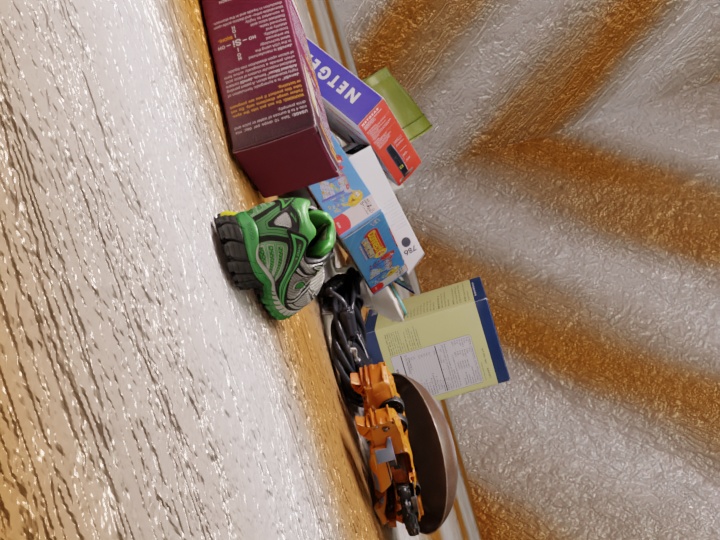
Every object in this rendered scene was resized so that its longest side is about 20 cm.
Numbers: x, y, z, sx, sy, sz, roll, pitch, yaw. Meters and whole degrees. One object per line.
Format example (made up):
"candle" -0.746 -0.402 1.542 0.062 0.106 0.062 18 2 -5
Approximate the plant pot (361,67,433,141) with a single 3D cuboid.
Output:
"plant pot" 0.055 -0.407 2.671 0.194 0.199 0.200 61 8 -9

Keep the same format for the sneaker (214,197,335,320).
"sneaker" -0.055 -0.009 0.883 0.200 0.084 0.079 50 24 -78

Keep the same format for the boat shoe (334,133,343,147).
"boat shoe" -0.039 -0.155 1.494 0.202 0.064 0.075 -119 -169 -74

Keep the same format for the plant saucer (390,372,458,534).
"plant saucer" 0.072 0.225 1.300 0.200 0.032 0.203 169 -90 -68

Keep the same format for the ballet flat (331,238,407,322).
"ballet flat" 0.000 0.000 1.418 0.070 0.069 0.201 65 -1 -56

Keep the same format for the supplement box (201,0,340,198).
"supplement box" -0.090 -0.190 1.029 0.110 0.085 0.202 61 14 -67

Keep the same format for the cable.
"cable" -0.005 0.081 1.296 0.200 0.050 0.165 -57 131 -83

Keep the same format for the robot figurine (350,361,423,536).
"robot figurine" 0.033 0.213 1.210 0.146 0.057 0.202 -98 177 -54

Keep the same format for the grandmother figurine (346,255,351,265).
"grandmother figurine" 0.006 -0.059 1.545 0.121 0.060 0.201 43 -25 30

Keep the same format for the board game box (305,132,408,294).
"board game box" -0.029 -0.093 1.234 0.201 0.056 0.196 58 -1 21

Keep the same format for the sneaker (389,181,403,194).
"sneaker" 0.072 -0.252 2.971 0.089 0.075 0.200 61 1 -5

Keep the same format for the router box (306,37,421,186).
"router box" -0.023 -0.219 1.384 0.200 0.049 0.180 42 -3 27

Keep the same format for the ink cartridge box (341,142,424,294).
"ink cartridge box" 0.030 -0.070 1.368 0.202 0.039 0.099 64 -10 -16

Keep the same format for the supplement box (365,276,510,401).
"supplement box" 0.119 0.116 1.657 0.200 0.197 0.136 -69 142 -81
